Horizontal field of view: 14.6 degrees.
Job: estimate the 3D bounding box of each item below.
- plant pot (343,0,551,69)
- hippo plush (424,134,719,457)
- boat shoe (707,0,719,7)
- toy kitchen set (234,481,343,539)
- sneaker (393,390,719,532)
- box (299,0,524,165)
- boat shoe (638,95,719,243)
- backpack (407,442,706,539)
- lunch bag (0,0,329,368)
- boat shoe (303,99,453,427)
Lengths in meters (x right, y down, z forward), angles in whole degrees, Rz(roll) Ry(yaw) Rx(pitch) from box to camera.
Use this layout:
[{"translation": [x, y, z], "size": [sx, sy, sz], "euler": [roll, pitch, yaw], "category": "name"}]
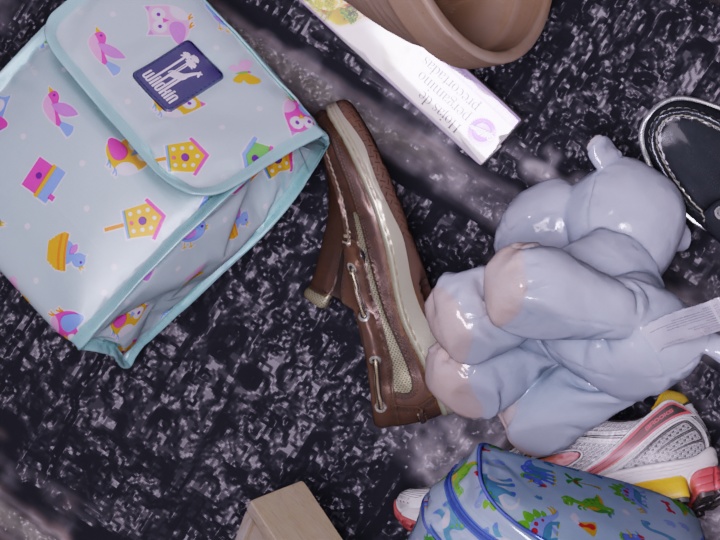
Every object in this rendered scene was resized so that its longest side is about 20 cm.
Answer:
[{"translation": [0.028, -0.211, 1.641], "size": [0.093, 0.201, 0.201], "euler": [-11, 92, 31], "category": "plant pot"}, {"translation": [0.129, -0.006, 1.632], "size": [0.200, 0.161, 0.159], "euler": [-20, 134, 31], "category": "hippo plush"}, {"translation": [0.203, -0.204, 1.683], "size": [0.200, 0.057, 0.067], "euler": [37, 76, -1], "category": "boat shoe"}, {"translation": [0.033, 0.235, 1.721], "size": [0.180, 0.163, 0.200], "euler": [-19, 61, -30], "category": "toy kitchen set"}, {"translation": [0.118, 0.124, 1.706], "size": [0.200, 0.078, 0.082], "euler": [-12, 72, 7], "category": "sneaker"}, {"translation": [0.014, -0.144, 1.709], "size": [0.200, 0.041, 0.039], "euler": [42, 98, 2], "category": "box"}, {"translation": [0.248, -0.030, 1.679], "size": [0.200, 0.060, 0.076], "euler": [39, 97, 3], "category": "boat shoe"}, {"translation": [0.120, 0.182, 1.599], "size": [0.200, 0.163, 0.154], "euler": [6, 115, 4], "category": "backpack"}, {"translation": [-0.137, -0.070, 1.681], "size": [0.200, 0.122, 0.170], "euler": [-45, 72, 6], "category": "lunch bag"}, {"translation": [0.000, 0.000, 1.700], "size": [0.075, 0.075, 0.202], "euler": [-21, 91, 1], "category": "boat shoe"}]
